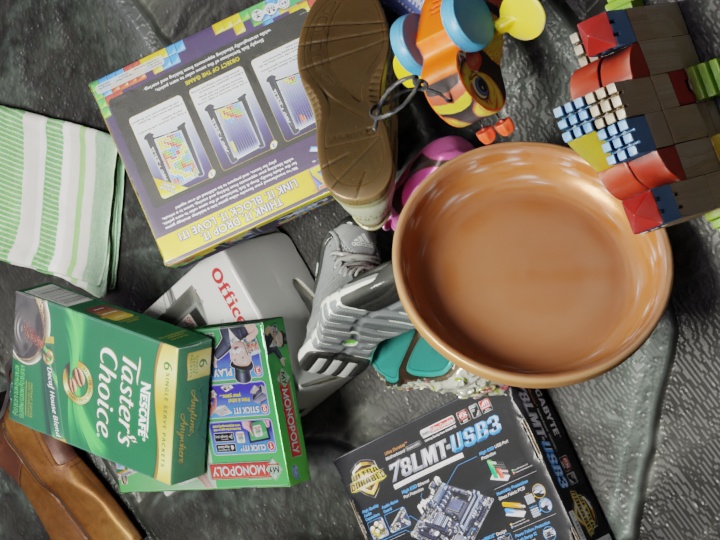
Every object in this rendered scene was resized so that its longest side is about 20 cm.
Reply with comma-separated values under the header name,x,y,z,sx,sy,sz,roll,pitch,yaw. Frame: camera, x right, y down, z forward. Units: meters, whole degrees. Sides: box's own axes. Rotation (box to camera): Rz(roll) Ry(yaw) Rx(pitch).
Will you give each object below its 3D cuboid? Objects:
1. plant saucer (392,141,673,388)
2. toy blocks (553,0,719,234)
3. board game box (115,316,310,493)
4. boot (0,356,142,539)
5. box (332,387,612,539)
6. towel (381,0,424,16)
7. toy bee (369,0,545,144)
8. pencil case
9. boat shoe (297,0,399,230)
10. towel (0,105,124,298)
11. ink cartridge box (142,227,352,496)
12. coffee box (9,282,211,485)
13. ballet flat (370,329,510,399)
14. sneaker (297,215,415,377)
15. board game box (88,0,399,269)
name,x,y,z,sx,sy,sz,roll,pitch,yaw
plant saucer,0.122,-0.001,1.427,0.200,0.200,0.037,45,157,22
toy blocks,0.193,-0.104,1.387,0.100,0.137,0.200,-22,85,39
board game box,-0.134,0.114,1.647,0.200,0.029,0.135,-7,95,40
boot,-0.269,0.174,1.849,0.188,0.068,0.200,-44,73,35
box,0.094,0.203,1.585,0.200,0.050,0.199,-30,79,37
towel,0.082,-0.271,1.516,0.145,0.024,0.200,42,123,21
toy bee,0.070,-0.148,1.458,0.109,0.200,0.131,45,155,-27
pencil case,0.110,-0.008,1.505,0.094,0.091,0.200,-45,65,-2
boat shoe,-0.007,-0.126,1.523,0.073,0.063,0.200,-6,61,8
towel,-0.299,-0.069,1.849,0.200,0.023,0.153,17,109,34
ink cartridge box,-0.117,0.079,1.700,0.200,0.083,0.147,-41,74,36
coffee box,-0.210,0.091,1.658,0.200,0.044,0.123,18,110,36
ballet flat,0.062,0.069,1.549,0.076,0.064,0.200,-67,21,-1
sneaker,0.000,0.000,1.551,0.200,0.075,0.116,137,141,-59
board game box,-0.093,-0.116,1.602,0.200,0.057,0.165,-24,85,7
